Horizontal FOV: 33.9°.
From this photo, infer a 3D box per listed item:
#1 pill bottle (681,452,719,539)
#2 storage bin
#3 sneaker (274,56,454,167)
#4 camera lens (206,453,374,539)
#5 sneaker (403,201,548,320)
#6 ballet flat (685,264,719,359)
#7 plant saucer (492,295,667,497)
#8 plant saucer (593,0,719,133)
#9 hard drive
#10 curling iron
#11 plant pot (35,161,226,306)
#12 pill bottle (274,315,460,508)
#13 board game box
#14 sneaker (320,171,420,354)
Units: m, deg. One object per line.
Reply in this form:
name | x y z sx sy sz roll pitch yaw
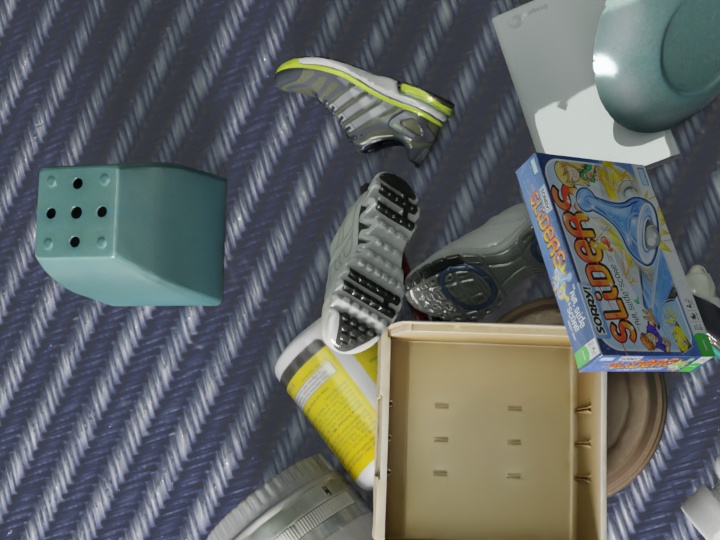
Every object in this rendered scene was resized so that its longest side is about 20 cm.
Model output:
pill bottle | 0.388 0.174 1.049 0.200 0.109 0.110 -46 73 8
storage bin | 0.113 0.152 1.057 0.196 0.094 0.203 2 82 -3
sneaker | -0.006 -0.168 1.233 0.198 0.074 0.082 20 92 20
camera lens | -0.036 0.302 1.137 0.160 0.160 0.201 -41 74 8
sneaker | 0.134 -0.016 1.155 0.198 0.087 0.075 -23 114 12
ballet flat | 0.288 0.014 1.122 0.199 0.073 0.074 32 93 20
plant saucer | 0.192 0.123 1.131 0.197 0.029 0.203 -2 81 14
plant saucer | 0.301 -0.217 1.081 0.202 0.200 0.039 -56 41 4
hard drive | 0.224 -0.185 1.187 0.131 0.026 0.202 -20 79 14
curling iron | 0.049 -0.008 1.212 0.049 0.026 0.201 -29 65 -2
plant pot | -0.242 -0.043 1.222 0.140 0.200 0.143 -1 83 16
pill bottle | 0.015 0.142 1.166 0.114 0.114 0.201 -41 74 8
board game box | 0.225 -0.007 1.051 0.034 0.134 0.202 -47 50 48
sneaker | 0.000 0.000 1.155 0.081 0.075 0.202 -27 35 46
